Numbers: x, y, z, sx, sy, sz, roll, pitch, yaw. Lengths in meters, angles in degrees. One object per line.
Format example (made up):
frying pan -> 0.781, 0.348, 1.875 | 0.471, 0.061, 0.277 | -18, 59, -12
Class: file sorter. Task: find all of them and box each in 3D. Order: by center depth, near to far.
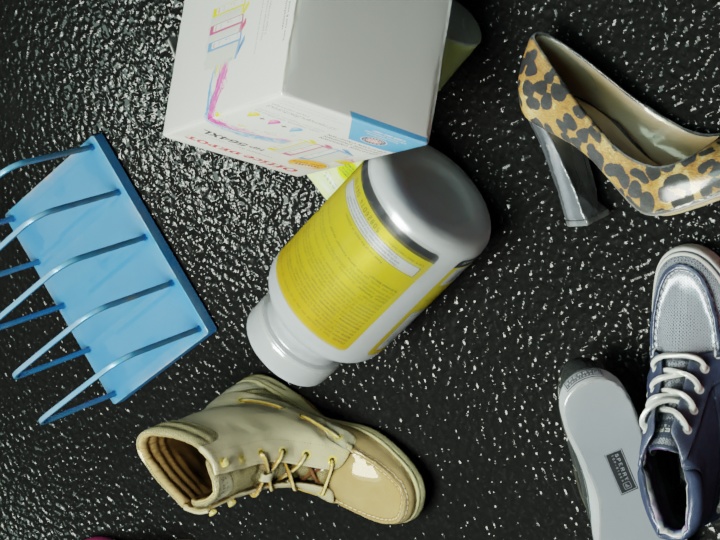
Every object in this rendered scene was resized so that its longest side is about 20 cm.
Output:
file sorter -> -0.250, 0.012, 1.646 | 0.139, 0.123, 0.200 | -36, 82, 36

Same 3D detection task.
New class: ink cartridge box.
ink cartridge box -> -0.048, -0.151, 1.413 | 0.200, 0.128, 0.125 | -11, 67, 56

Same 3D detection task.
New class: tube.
tube -> 0.016, -0.126, 1.476 | 0.200, 0.052, 0.058 | -46, 35, 39

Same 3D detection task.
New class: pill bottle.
pill bottle -> 0.000, 0.000, 1.477 | 0.112, 0.112, 0.200 | 52, 124, 12

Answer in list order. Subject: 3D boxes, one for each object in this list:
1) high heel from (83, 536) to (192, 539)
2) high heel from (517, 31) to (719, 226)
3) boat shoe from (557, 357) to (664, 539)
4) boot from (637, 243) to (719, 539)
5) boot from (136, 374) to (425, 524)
high heel -> -0.235, 0.282, 1.722 | 0.200, 0.096, 0.067 | -9, 97, 35
high heel -> 0.196, -0.111, 1.336 | 0.200, 0.071, 0.143 | -10, 103, 45
boat shoe -> 0.192, 0.154, 1.420 | 0.069, 0.057, 0.200 | -17, 110, 2
boot -> 0.231, 0.086, 1.356 | 0.073, 0.090, 0.200 | -5, 100, 35
boot -> -0.063, 0.160, 1.535 | 0.200, 0.155, 0.073 | 31, 118, 24
